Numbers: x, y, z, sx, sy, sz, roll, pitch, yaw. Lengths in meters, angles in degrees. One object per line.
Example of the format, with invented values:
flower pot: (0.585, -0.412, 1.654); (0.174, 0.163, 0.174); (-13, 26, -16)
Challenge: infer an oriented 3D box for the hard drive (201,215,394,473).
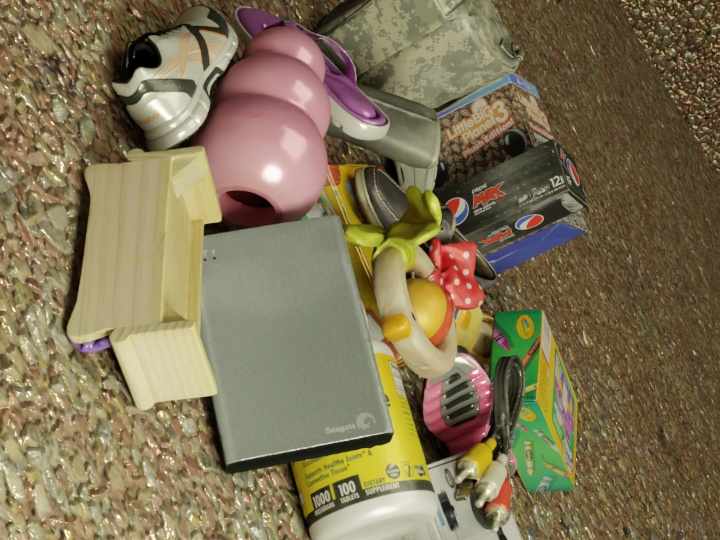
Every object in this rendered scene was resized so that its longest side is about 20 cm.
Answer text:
hard drive: (-0.063, 0.059, 1.336); (0.033, 0.138, 0.201); (105, -27, -63)

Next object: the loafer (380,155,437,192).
loafer: (0.040, -0.065, 1.786); (0.069, 0.070, 0.201); (18, 43, -10)

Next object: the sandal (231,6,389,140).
sandal: (-0.039, -0.201, 1.557); (0.203, 0.050, 0.082); (43, 30, 20)

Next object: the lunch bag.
lunch bag: (0.065, -0.255, 1.854); (0.168, 0.199, 0.140); (55, 27, -13)

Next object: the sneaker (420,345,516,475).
sneaker: (0.104, 0.137, 1.679); (0.096, 0.078, 0.201); (-102, 175, -46)

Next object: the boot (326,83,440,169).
boot: (-0.016, -0.143, 1.617); (0.199, 0.073, 0.183); (28, 36, -18)

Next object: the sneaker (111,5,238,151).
sneaker: (-0.163, -0.189, 1.432); (0.080, 0.073, 0.201); (51, 26, -26)

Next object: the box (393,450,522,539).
box: (0.083, 0.239, 1.559); (0.200, 0.060, 0.117); (1, 66, -66)

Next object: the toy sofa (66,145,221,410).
toy sofa: (-0.162, 0.003, 1.251); (0.083, 0.097, 0.201); (78, 7, -48)

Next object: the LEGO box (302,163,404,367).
LEGO box: (0.000, 0.000, 1.596); (0.149, 0.077, 0.201); (-6, 73, -67)

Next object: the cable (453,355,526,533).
cable: (0.141, 0.169, 1.568); (0.097, 0.050, 0.200); (57, 41, -24)

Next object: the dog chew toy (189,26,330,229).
dog chew toy: (-0.082, -0.135, 1.456); (0.125, 0.124, 0.201); (45, 44, -40)

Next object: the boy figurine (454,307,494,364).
boy figurine: (0.106, 0.057, 1.770); (0.200, 0.064, 0.125); (52, 46, -56)

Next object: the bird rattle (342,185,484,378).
bird rattle: (0.046, 0.023, 1.479); (0.200, 0.112, 0.164); (57, 25, -52)

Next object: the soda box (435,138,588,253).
soda box: (0.152, -0.071, 1.846); (0.063, 0.199, 0.071); (32, 39, -55)

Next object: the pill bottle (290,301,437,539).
pill bottle: (-0.012, 0.129, 1.392); (0.112, 0.112, 0.201); (21, 48, -60)

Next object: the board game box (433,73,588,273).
board game box: (0.157, -0.111, 1.954); (0.097, 0.159, 0.201); (15, 53, -62)

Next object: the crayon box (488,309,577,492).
crayon box: (0.195, 0.148, 1.817); (0.200, 0.058, 0.119); (63, 28, -49)

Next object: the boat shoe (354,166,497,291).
boat shoe: (0.065, -0.039, 1.593); (0.200, 0.064, 0.072); (48, 29, -35)
